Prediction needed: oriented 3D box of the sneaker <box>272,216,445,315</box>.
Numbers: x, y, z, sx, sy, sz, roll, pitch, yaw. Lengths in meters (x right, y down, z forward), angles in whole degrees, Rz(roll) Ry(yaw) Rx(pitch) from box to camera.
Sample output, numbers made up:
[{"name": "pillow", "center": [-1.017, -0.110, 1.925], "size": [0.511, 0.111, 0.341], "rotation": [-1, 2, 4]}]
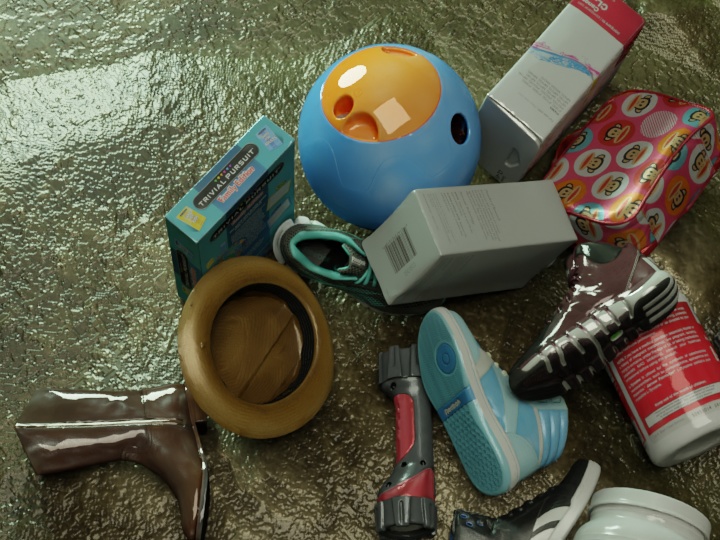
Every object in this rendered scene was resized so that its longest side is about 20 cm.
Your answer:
[{"name": "sneaker", "center": [0.000, 0.000, 1.686], "size": [0.198, 0.091, 0.079], "rotation": [16, 90, -3]}]

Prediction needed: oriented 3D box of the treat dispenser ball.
[{"name": "treat dispenser ball", "center": [0.031, -0.143, 1.700], "size": [0.198, 0.201, 0.203], "rotation": [1, 66, -2]}]

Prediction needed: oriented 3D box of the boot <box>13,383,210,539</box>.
[{"name": "boot", "center": [-0.254, 0.200, 1.614], "size": [0.197, 0.065, 0.188], "rotation": [-2, 54, -7]}]

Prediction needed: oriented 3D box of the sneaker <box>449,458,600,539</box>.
[{"name": "sneaker", "center": [0.155, 0.254, 1.604], "size": [0.111, 0.073, 0.201], "rotation": [32, 70, 9]}]

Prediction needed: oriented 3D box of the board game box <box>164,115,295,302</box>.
[{"name": "board game box", "center": [-0.133, -0.052, 1.655], "size": [0.047, 0.200, 0.151], "rotation": [37, 70, 13]}]

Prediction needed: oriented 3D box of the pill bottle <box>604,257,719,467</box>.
[{"name": "pill bottle", "center": [0.315, 0.094, 1.659], "size": [0.111, 0.113, 0.202], "rotation": [-20, 69, -11]}]

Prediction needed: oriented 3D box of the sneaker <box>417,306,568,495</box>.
[{"name": "sneaker", "center": [0.144, 0.124, 1.642], "size": [0.129, 0.079, 0.202], "rotation": [-15, 79, -36]}]

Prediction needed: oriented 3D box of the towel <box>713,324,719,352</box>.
[{"name": "towel", "center": [0.489, 0.122, 1.670], "size": [0.164, 0.086, 0.202], "rotation": [-19, 69, -9]}]

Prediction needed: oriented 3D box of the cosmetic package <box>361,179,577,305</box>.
[{"name": "cosmetic package", "center": [0.117, -0.031, 1.662], "size": [0.198, 0.113, 0.082], "rotation": [-7, 65, -39]}]

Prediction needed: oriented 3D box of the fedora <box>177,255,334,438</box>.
[{"name": "fedora", "center": [-0.120, 0.085, 1.643], "size": [0.199, 0.082, 0.203], "rotation": [14, 65, -33]}]

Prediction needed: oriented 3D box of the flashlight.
[{"name": "flashlight", "center": [0.044, 0.178, 1.641], "size": [0.067, 0.068, 0.202], "rotation": [23, 54, -41]}]

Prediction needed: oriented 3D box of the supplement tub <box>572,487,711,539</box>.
[{"name": "supplement tub", "center": [0.263, 0.330, 1.540], "size": [0.139, 0.141, 0.202], "rotation": [17, 67, 5]}]

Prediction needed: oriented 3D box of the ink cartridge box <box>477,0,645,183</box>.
[{"name": "ink cartridge box", "center": [0.214, -0.206, 1.761], "size": [0.085, 0.148, 0.200], "rotation": [41, 70, 7]}]

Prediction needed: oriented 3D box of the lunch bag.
[{"name": "lunch bag", "center": [0.286, -0.110, 1.741], "size": [0.175, 0.082, 0.200], "rotation": [22, 62, 45]}]

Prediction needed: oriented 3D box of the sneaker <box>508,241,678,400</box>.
[{"name": "sneaker", "center": [0.220, 0.043, 1.620], "size": [0.199, 0.076, 0.116], "rotation": [-33, 49, -2]}]
